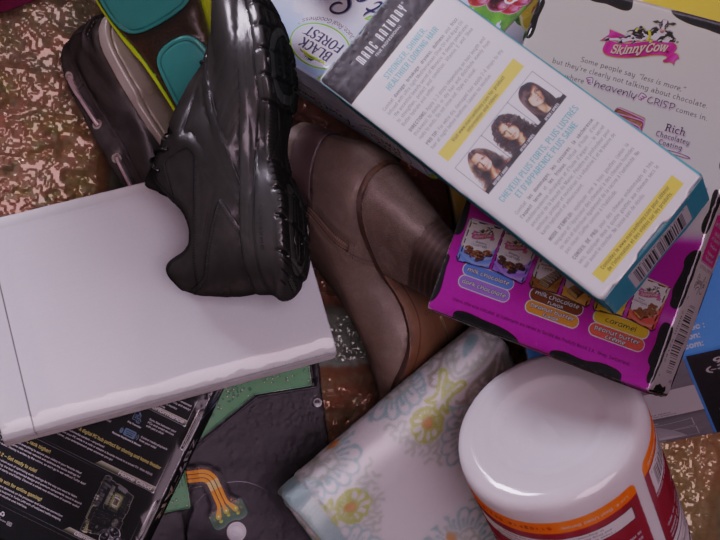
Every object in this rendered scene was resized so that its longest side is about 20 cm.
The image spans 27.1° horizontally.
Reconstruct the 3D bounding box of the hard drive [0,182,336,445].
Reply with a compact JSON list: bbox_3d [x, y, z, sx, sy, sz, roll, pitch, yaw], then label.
[{"bbox_3d":[-0.127,0.014,0.890,0.199,0.027,0.132,-14,76,-9],"label":"hard drive"}]

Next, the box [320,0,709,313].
[{"bbox_3d":[0.080,-0.070,0.796,0.200,0.049,0.082,40,92,21],"label":"box"}]

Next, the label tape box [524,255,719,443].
[{"bbox_3d":[0.180,0.045,0.934,0.144,0.200,0.063,-14,60,16],"label":"label tape box"}]

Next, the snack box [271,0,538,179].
[{"bbox_3d":[0.017,-0.160,0.930,0.142,0.200,0.053,-49,142,-8],"label":"snack box"}]

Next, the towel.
[{"bbox_3d":[0.060,0.154,0.972,0.171,0.048,0.200,-41,122,-12],"label":"towel"}]

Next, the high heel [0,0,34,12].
[{"bbox_3d":[-0.165,-0.211,0.964,0.199,0.096,0.068,-5,48,-25],"label":"high heel"}]

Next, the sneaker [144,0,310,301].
[{"bbox_3d":[-0.082,-0.079,0.866,0.090,0.076,0.201,-6,78,13],"label":"sneaker"}]

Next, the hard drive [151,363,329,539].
[{"bbox_3d":[-0.087,0.138,0.974,0.139,0.038,0.201,-9,92,-13],"label":"hard drive"}]

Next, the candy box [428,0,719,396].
[{"bbox_3d":[0.138,-0.047,0.834,0.136,0.061,0.201,21,92,23],"label":"candy box"}]

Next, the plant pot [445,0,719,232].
[{"bbox_3d":[0.146,-0.084,0.961,0.188,0.201,0.201,-11,92,3],"label":"plant pot"}]

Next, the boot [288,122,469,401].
[{"bbox_3d":[0.000,0.000,0.968,0.146,0.200,0.070,37,49,22],"label":"boot"}]

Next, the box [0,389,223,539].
[{"bbox_3d":[-0.200,0.083,0.917,0.200,0.044,0.161,25,86,3],"label":"box"}]

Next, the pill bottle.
[{"bbox_3d":[0.139,0.151,0.910,0.113,0.113,0.200,-37,133,-11],"label":"pill bottle"}]

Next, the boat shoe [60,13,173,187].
[{"bbox_3d":[-0.129,-0.070,0.963,0.067,0.057,0.200,-35,103,-51],"label":"boat shoe"}]

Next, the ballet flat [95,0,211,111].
[{"bbox_3d":[-0.114,-0.155,0.929,0.067,0.067,0.200,-24,106,14],"label":"ballet flat"}]
